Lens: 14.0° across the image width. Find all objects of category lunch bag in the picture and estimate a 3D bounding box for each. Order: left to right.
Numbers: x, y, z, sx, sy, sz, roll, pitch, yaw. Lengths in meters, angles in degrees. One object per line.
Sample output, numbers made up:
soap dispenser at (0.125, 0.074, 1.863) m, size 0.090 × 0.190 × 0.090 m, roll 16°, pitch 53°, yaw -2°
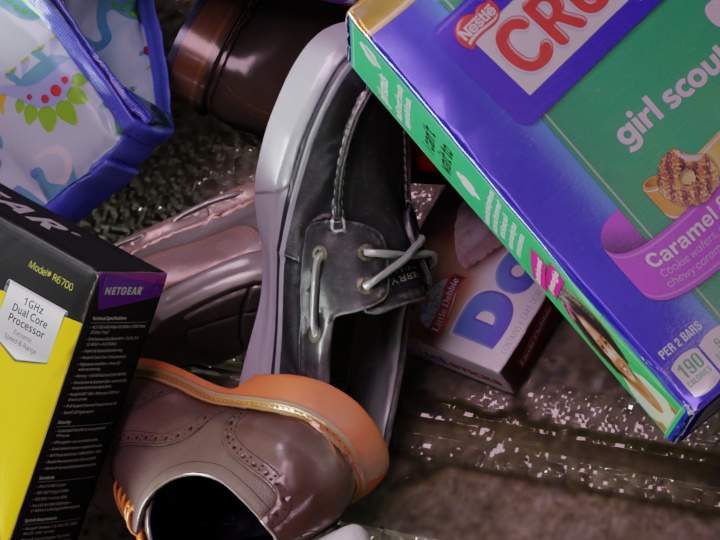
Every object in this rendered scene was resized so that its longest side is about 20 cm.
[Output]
lunch bag at (-0.179, -0.085, 1.325) m, size 0.170 × 0.127 × 0.200 m, roll -41°, pitch 56°, yaw 24°

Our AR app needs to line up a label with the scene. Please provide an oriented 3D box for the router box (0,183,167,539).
router box at (-0.188, 0.030, 1.226) m, size 0.200 × 0.051 × 0.149 m, roll 27°, pitch 103°, yaw 31°

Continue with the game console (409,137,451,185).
game console at (0.132, -0.085, 1.216) m, size 0.200 × 0.119 × 0.172 m, roll -53°, pitch 19°, yaw -12°

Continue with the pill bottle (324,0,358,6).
pill bottle at (-0.038, -0.177, 1.265) m, size 0.200 × 0.111 × 0.112 m, roll 11°, pitch 65°, yaw 8°

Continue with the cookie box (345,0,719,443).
cookie box at (0.119, -0.066, 1.116) m, size 0.171 × 0.075 × 0.200 m, roll -39°, pitch 80°, yaw -9°

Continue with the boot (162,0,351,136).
boot at (-0.001, -0.136, 1.347) m, size 0.097 × 0.075 × 0.200 m, roll 28°, pitch 69°, yaw 11°

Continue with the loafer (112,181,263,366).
loafer at (-0.116, 0.020, 1.286) m, size 0.200 × 0.072 × 0.063 m, roll -19°, pitch 56°, yaw 10°

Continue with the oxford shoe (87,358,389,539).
oxford shoe at (-0.081, 0.084, 1.200) m, size 0.200 × 0.071 × 0.073 m, roll -7°, pitch 32°, yaw 49°

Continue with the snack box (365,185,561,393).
snack box at (0.083, -0.045, 1.268) m, size 0.072 × 0.024 × 0.200 m, roll 22°, pitch 71°, yaw 30°

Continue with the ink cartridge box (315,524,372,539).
ink cartridge box at (-0.023, 0.222, 1.120) m, size 0.144 × 0.084 × 0.200 m, roll -25°, pitch 54°, yaw 7°

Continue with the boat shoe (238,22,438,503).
boat shoe at (0.000, 0.000, 1.204) m, size 0.071 × 0.072 × 0.200 m, roll 23°, pitch 116°, yaw 37°
